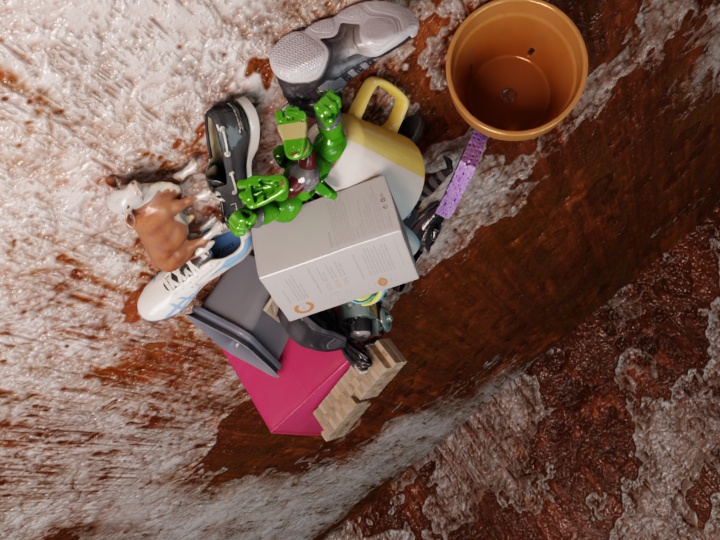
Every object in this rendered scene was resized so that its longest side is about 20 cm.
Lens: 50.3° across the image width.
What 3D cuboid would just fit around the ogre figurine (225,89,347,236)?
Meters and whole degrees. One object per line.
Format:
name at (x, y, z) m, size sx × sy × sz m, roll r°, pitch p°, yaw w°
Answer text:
ogre figurine at (-0.081, -0.124, 0.961) m, size 0.203 × 0.097 × 0.120 m, roll -70°, pitch 162°, yaw 1°

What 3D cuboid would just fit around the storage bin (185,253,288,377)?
storage bin at (-0.179, 0.065, 1.241) m, size 0.136 × 0.144 × 0.200 m, roll -60°, pitch 159°, yaw -16°

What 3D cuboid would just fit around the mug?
mug at (-0.010, -0.167, 1.099) m, size 0.148 × 0.190 × 0.152 m, roll -14°, pitch 159°, yaw 34°

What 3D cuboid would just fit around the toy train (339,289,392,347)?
toy train at (-0.001, 0.033, 1.346) m, size 0.084 × 0.203 × 0.114 m, roll -13°, pitch 162°, yaw 24°

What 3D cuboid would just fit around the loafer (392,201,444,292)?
loafer at (0.114, -0.042, 1.505) m, size 0.071 × 0.063 × 0.201 m, roll -1°, pitch 136°, yaw -52°

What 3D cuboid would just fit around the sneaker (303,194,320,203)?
sneaker at (-0.079, -0.053, 1.222) m, size 0.114 × 0.076 × 0.201 m, roll -31°, pitch 151°, yaw -11°

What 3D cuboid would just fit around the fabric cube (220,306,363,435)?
fabric cube at (-0.098, 0.158, 1.401) m, size 0.200 × 0.200 × 0.196 m, roll -42°, pitch 153°, yaw 10°

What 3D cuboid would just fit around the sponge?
sponge at (0.180, -0.186, 1.271) m, size 0.201 × 0.029 × 0.112 m, roll -63°, pitch 177°, yaw -46°

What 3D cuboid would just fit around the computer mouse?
computer mouse at (-0.069, 0.095, 1.191) m, size 0.053 × 0.139 × 0.200 m, roll -43°, pitch 147°, yaw 8°

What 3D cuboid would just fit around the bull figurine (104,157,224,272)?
bull figurine at (-0.247, -0.072, 0.981) m, size 0.120 × 0.066 × 0.201 m, roll -28°, pitch 154°, yaw -13°

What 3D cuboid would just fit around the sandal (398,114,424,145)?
sandal at (0.046, -0.147, 1.191) m, size 0.048 × 0.075 × 0.202 m, roll 25°, pitch 97°, yaw -32°

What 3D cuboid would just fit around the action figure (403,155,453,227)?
action figure at (0.059, -0.116, 1.273) m, size 0.199 × 0.104 × 0.195 m, roll 3°, pitch 124°, yaw -58°

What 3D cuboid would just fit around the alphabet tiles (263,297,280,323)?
alphabet tiles at (-0.071, 0.001, 1.224) m, size 0.201 × 0.007 × 0.167 m, roll -57°, pitch 160°, yaw -7°

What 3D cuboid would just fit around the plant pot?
plant pot at (0.226, -0.279, 1.138) m, size 0.199 × 0.201 × 0.140 m, roll -38°, pitch 170°, yaw 2°

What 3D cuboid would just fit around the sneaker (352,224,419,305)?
sneaker at (0.000, 0.000, 1.189) m, size 0.131 × 0.079 × 0.200 m, roll -52°, pitch -170°, yaw -23°

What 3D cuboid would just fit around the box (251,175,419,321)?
box at (-0.034, -0.027, 1.055) m, size 0.197 × 0.099 × 0.125 m, roll -19°, pitch 146°, yaw 6°

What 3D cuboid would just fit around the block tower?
block tower at (-0.006, 0.203, 1.303) m, size 0.054 × 0.058 × 0.201 m, roll -2°, pitch 134°, yaw -51°

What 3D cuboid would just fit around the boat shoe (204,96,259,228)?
boat shoe at (-0.173, -0.129, 0.986) m, size 0.060 × 0.076 × 0.202 m, roll -22°, pitch 138°, yaw -30°

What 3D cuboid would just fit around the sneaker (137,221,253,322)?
sneaker at (-0.240, -0.005, 1.093) m, size 0.199 × 0.072 × 0.073 m, roll -39°, pitch 160°, yaw -6°

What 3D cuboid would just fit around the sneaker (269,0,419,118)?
sneaker at (-0.020, -0.260, 0.967) m, size 0.198 × 0.076 × 0.114 m, roll -24°, pitch 152°, yaw -15°
